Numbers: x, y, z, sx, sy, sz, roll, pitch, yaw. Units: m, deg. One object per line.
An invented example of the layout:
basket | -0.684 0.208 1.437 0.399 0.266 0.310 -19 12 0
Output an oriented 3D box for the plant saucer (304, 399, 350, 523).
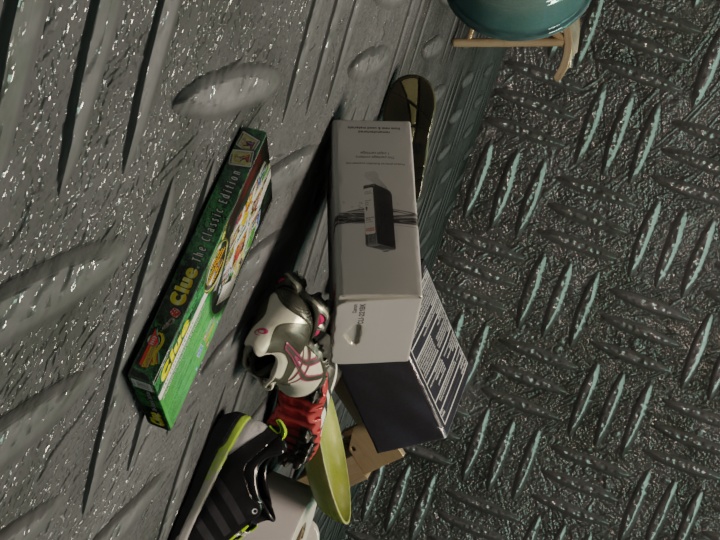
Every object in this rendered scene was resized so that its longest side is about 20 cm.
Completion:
plant saucer | -0.050 0.230 1.553 0.200 0.031 0.203 -12 90 -85

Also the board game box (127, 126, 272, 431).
board game box | -0.110 0.006 0.857 0.105 0.023 0.202 100 11 -65

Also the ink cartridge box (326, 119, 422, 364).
ink cartridge box | 0.010 -0.026 1.190 0.145 0.083 0.202 97 -8 -61

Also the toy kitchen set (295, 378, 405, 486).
toy kitchen set | -0.032 0.224 1.895 0.199 0.181 0.163 -29 -170 26

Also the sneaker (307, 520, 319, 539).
sneaker | -0.124 0.477 1.934 0.089 0.075 0.202 -94 -153 -75

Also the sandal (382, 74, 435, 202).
sandal | 0.047 -0.142 1.493 0.057 0.079 0.203 -129 -123 -82

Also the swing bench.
swing bench | 0.278 -0.422 2.012 0.199 0.198 0.131 -54 163 -68

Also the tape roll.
tape roll | -0.122 0.372 1.584 0.202 0.070 0.205 19 90 -83

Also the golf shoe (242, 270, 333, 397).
golf shoe | -0.081 0.079 1.168 0.088 0.077 0.201 -45 160 -24

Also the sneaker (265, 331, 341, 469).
sneaker | -0.065 0.149 1.407 0.098 0.070 0.202 -60 166 -46

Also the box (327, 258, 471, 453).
box | 0.059 0.125 1.759 0.200 0.122 0.200 64 25 -17

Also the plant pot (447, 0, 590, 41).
plant pot | 0.201 -0.428 1.493 0.197 0.198 0.202 81 28 -61

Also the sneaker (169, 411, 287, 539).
sneaker | -0.123 0.232 1.127 0.072 0.082 0.202 23 86 -83
